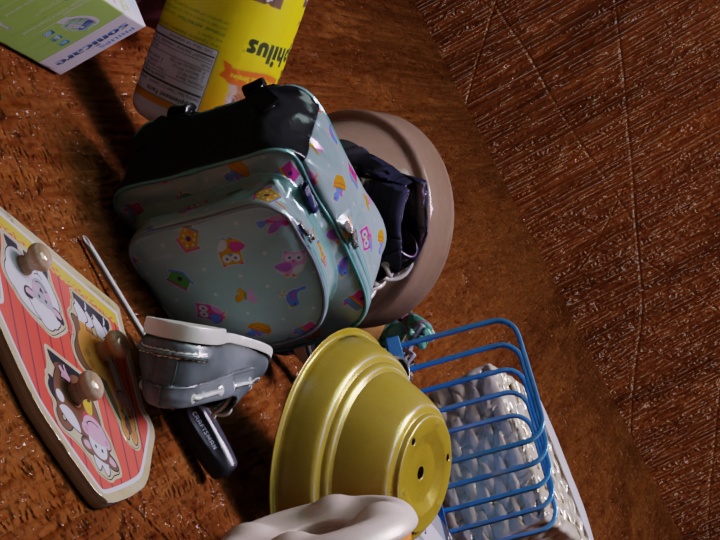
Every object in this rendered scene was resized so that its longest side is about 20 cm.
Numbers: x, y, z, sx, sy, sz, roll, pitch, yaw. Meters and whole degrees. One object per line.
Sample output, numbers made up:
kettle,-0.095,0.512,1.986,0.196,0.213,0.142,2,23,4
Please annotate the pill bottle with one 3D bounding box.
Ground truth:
pill bottle,-0.117,-0.171,1.631,0.108,0.202,0.109,20,10,-4

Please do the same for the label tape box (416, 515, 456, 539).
label tape box,0.038,0.234,1.742,0.144,0.066,0.201,55,16,-33

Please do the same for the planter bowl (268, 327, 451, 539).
planter bowl,0.015,0.150,1.545,0.200,0.083,0.203,-26,120,-58

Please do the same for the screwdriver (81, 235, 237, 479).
screwdriver,-0.144,0.059,1.445,0.201,0.029,0.028,63,12,-2

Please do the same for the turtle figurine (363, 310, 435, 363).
turtle figurine,0.012,0.032,1.943,0.101,0.148,0.201,81,28,-65

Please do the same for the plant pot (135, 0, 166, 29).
plant pot,-0.175,-0.294,1.720,0.201,0.199,0.179,62,28,-1

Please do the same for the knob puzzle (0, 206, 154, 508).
knob puzzle,-0.178,0.062,1.294,0.221,0.030,0.220,59,13,-22

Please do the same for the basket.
basket,0.129,0.211,2.011,0.123,0.135,0.201,39,27,-53

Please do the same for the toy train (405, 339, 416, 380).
toy train,0.012,0.036,2.115,0.046,0.034,0.201,30,35,-62

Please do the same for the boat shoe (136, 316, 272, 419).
boat shoe,-0.112,0.071,1.415,0.200,0.072,0.062,32,67,-78

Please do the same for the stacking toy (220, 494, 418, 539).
stacking toy,-0.014,0.264,1.387,0.146,0.145,0.202,-36,114,-77

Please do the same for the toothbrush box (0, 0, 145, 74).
toothbrush box,-0.256,-0.248,1.487,0.147,0.086,0.200,67,11,16

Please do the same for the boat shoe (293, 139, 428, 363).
boat shoe,0.000,0.000,1.664,0.074,0.092,0.202,-27,130,-50

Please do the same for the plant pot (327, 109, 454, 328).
plant pot,-0.044,-0.055,1.784,0.174,0.200,0.202,9,52,-52

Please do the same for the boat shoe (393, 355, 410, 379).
boat shoe,-0.001,0.141,1.676,0.074,0.068,0.200,62,29,-20

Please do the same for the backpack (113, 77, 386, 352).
backpack,-0.077,-0.023,1.557,0.200,0.174,0.154,54,30,-41

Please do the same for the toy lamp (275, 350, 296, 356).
toy lamp,-0.017,0.111,1.799,0.200,0.058,0.058,51,17,-36

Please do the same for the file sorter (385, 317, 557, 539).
file sorter,0.106,0.154,1.845,0.201,0.121,0.140,74,1,-57
